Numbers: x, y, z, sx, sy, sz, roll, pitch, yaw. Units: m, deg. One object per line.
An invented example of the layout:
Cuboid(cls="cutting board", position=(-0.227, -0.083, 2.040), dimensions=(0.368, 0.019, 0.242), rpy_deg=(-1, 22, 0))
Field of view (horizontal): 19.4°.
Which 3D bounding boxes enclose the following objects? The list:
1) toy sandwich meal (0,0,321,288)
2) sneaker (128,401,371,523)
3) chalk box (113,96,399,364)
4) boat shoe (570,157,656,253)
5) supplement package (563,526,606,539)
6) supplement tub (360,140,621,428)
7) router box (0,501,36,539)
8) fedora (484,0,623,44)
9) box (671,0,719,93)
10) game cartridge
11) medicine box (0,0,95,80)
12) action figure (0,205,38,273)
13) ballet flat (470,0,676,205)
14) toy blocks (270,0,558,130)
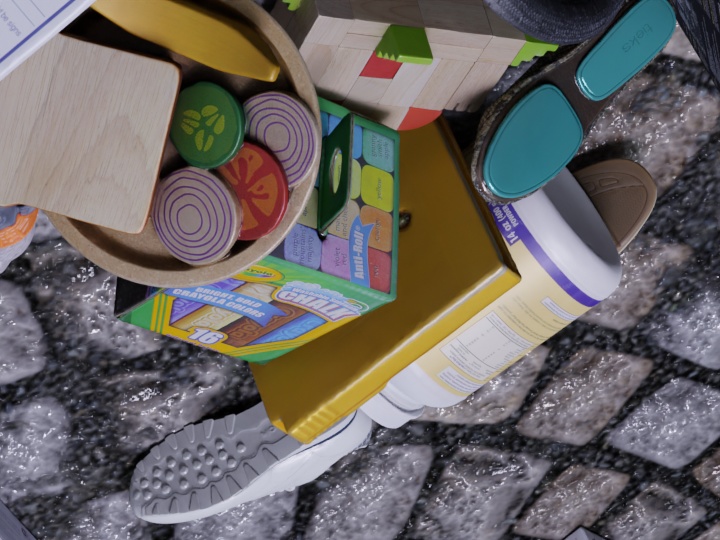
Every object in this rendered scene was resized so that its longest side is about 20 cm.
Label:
Cuboid(cls="toy sandwich meal", position=(-0.122, -0.081, 1.217), dimensions=(0.203, 0.070, 0.207), rpy_deg=(2, 101, 10))
Cuboid(cls="sneaker", position=(-0.084, 0.152, 1.644), dimensions=(0.198, 0.077, 0.081), rpy_deg=(-23, 149, 2))
Cuboid(cls="chalk box", position=(-0.053, -0.036, 1.352), dimensions=(0.123, 0.126, 0.199), rpy_deg=(19, 153, -32))
Cuboid(cls="boat shoe", position=(0.143, -0.011, 1.584), dimensions=(0.200, 0.072, 0.065), rpy_deg=(-45, 171, 16))
Cuboid(cls="supplement package", position=(0.198, 0.371, 1.941), dimensions=(0.200, 0.151, 0.151), rpy_deg=(-41, 136, 20))
Cuboid(cls="supplement tub", position=(0.070, 0.006, 1.497), dimensions=(0.199, 0.146, 0.145), rpy_deg=(-37, 138, 16))
Cuboid(cls="router box", position=(-0.337, 0.257, 1.651), dimensions=(0.178, 0.049, 0.201), rpy_deg=(-26, 139, 3))
Cuboid(cls="fedora", position=(0.084, -0.223, 1.287), dimensions=(0.091, 0.202, 0.200), rpy_deg=(-6, 154, 39))
Cuboid(cls="box", position=(0.223, -0.205, 1.335), dimensions=(0.043, 0.161, 0.201), rpy_deg=(-22, 138, 0))
Cuboid(cls="game cartridge", position=(0.000, 0.000, 1.437), dimensions=(0.200, 0.177, 0.032), rpy_deg=(-39, 137, 18))
Cuboid(cls="medicine box", position=(-0.224, -0.194, 1.113), dimensions=(0.199, 0.103, 0.183), rpy_deg=(-38, 104, 10))
Cuboid(cls="action figure", position=(-0.273, -0.067, 1.300), dimensions=(0.199, 0.105, 0.194), rpy_deg=(-31, 129, 5))
Cuboid(cls="ballet flat", position=(0.131, -0.118, 1.412), dimensions=(0.200, 0.075, 0.068), rpy_deg=(-46, 118, -18))
Cuboid(cls="toy blocks", position=(0.009, -0.134, 1.377), dimensions=(0.198, 0.101, 0.137), rpy_deg=(3, 144, -27))
